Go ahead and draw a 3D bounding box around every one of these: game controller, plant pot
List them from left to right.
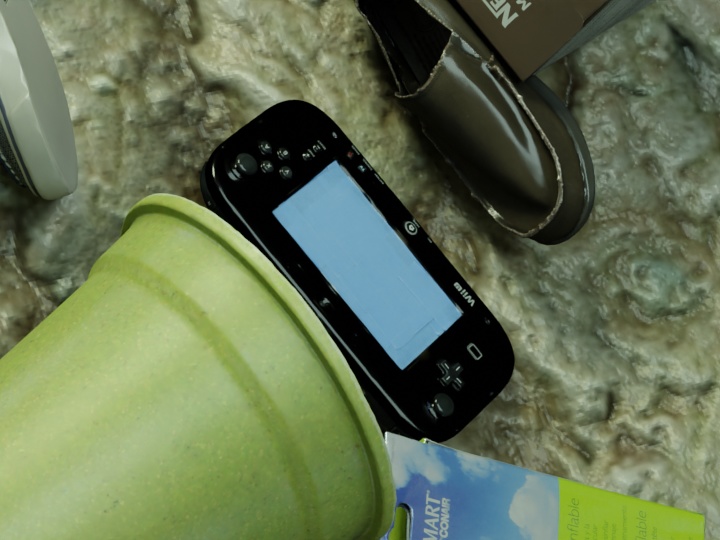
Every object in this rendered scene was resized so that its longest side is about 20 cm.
[{"bbox_3d":[-0.117,0.097,1.236,0.184,0.200,0.201,-36,88,-23],"label":"plant pot"},{"bbox_3d":[0.000,0.000,1.417,0.200,0.042,0.104,51,55,-1],"label":"game controller"}]

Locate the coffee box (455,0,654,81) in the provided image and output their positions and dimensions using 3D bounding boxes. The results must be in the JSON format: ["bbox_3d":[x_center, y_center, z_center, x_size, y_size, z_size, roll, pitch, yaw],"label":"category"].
[{"bbox_3d":[0.122,-0.198,1.507,0.114,0.080,0.200,51,33,4],"label":"coffee box"}]

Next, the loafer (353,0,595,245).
[{"bbox_3d":[0.053,-0.095,1.465,0.071,0.073,0.200,-17,67,-51],"label":"loafer"}]

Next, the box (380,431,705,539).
[{"bbox_3d":[0.088,0.167,1.388,0.200,0.048,0.122,16,61,-22],"label":"box"}]

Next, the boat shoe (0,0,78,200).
[{"bbox_3d":[-0.218,-0.119,1.333,0.075,0.093,0.200,-78,149,-70],"label":"boat shoe"}]
